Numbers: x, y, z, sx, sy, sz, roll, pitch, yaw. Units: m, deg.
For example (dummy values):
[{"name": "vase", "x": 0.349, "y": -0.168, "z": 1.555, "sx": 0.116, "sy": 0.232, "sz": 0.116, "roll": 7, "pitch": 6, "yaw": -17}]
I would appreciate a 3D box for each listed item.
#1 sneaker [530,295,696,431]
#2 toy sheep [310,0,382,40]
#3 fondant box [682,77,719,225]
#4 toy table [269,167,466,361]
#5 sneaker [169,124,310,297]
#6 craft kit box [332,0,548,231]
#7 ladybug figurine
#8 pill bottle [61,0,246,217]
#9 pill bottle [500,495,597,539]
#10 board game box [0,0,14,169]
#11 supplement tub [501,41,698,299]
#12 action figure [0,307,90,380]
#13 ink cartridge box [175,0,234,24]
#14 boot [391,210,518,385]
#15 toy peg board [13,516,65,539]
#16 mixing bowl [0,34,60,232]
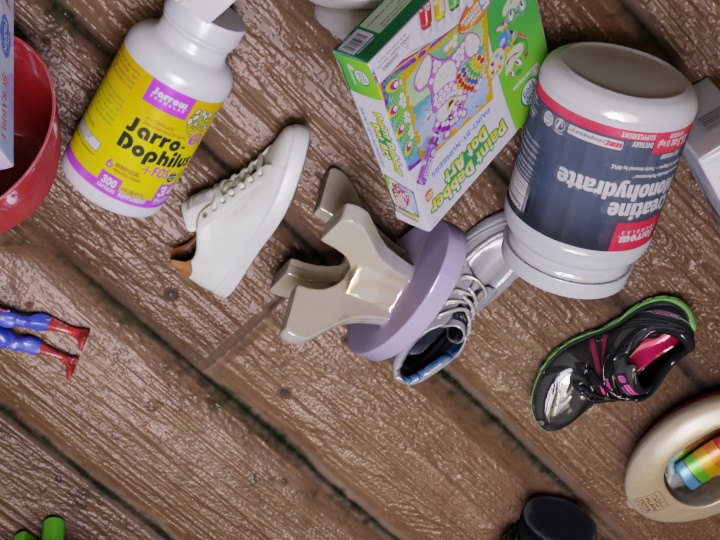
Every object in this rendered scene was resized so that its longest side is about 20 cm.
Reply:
[{"name": "sneaker", "x": 0.257, "y": 0.102, "z": 1.245, "sx": 0.200, "sy": 0.084, "sz": 0.077, "roll": -40, "pitch": 111, "yaw": 18}, {"name": "toy sheep", "x": 0.006, "y": -0.262, "z": 1.022, "sx": 0.137, "sy": 0.138, "sz": 0.201, "roll": -7, "pitch": 118, "yaw": 3}, {"name": "fondant box", "x": 0.358, "y": -0.065, "z": 1.124, "sx": 0.058, "sy": 0.144, "sz": 0.200, "roll": -29, "pitch": 115, "yaw": 12}, {"name": "toy table", "x": 0.000, "y": 0.000, "z": 1.146, "sx": 0.117, "sy": 0.184, "sz": 0.200, "roll": 24, "pitch": 138, "yaw": -17}, {"name": "sneaker", "x": -0.120, "y": -0.064, "z": 1.158, "sx": 0.084, "sy": 0.073, "sz": 0.200, "roll": 26, "pitch": 116, "yaw": -17}, {"name": "craft kit box", "x": 0.079, "y": -0.169, "z": 1.023, "sx": 0.200, "sy": 0.048, "sz": 0.198, "roll": -49, "pitch": 144, "yaw": -21}, {"name": "ladybug figurine", "x": 0.368, "y": 0.194, "z": 1.301, "sx": 0.200, "sy": 0.072, "sz": 0.136, "roll": -33, "pitch": 113, "yaw": 15}, {"name": "pill bottle", "x": -0.183, "y": -0.153, "z": 1.093, "sx": 0.104, "sy": 0.104, "sz": 0.200, "roll": 28, "pitch": 114, "yaw": -15}, {"name": "pill bottle", "x": 0.197, "y": 0.359, "z": 1.365, "sx": 0.111, "sy": 0.112, "sz": 0.201, "roll": 10, "pitch": 117, "yaw": -6}, {"name": "board game box", "x": -0.399, "y": -0.165, "z": 1.041, "sx": 0.199, "sy": 0.201, "sz": 0.041, "roll": -9, "pitch": 155, "yaw": 5}, {"name": "supplement tub", "x": 0.209, "y": -0.090, "z": 1.089, "sx": 0.140, "sy": 0.141, "sz": 0.201, "roll": 8, "pitch": 123, "yaw": -5}, {"name": "action figure", "x": -0.381, "y": 0.052, "z": 1.234, "sx": 0.199, "sy": 0.052, "sz": 0.066, "roll": 22, "pitch": 119, "yaw": -9}, {"name": "ink cartridge box", "x": -0.156, "y": -0.320, "z": 0.976, "sx": 0.200, "sy": 0.084, "sz": 0.146, "roll": 35, "pitch": 75, "yaw": -16}, {"name": "boot", "x": 0.104, "y": 0.033, "z": 1.200, "sx": 0.073, "sy": 0.096, "sz": 0.200, "roll": 35, "pitch": 112, "yaw": -18}, {"name": "toy peg board", "x": -0.365, "y": 0.387, "z": 1.398, "sx": 0.199, "sy": 0.098, "sz": 0.199, "roll": -28, "pitch": 131, "yaw": 14}, {"name": "mixing bowl", "x": -0.348, "y": -0.105, "z": 1.088, "sx": 0.199, "sy": 0.201, "sz": 0.108, "roll": -12, "pitch": 154, "yaw": 6}]
